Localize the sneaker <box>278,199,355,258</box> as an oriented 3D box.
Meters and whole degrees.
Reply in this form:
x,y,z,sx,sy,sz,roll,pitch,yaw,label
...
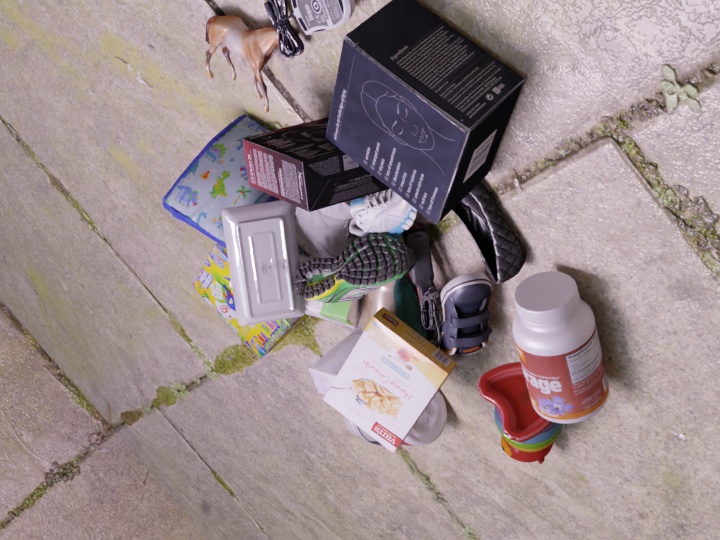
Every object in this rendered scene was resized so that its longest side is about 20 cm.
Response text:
x,y,z,sx,sy,sz,roll,pitch,yaw,label
-0.027,-0.077,1.791,0.200,0.115,0.074,37,-146,-54,sneaker

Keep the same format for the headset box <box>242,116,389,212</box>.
x,y,z,sx,sy,sz,roll,pitch,yaw,label
-0.063,-0.155,1.628,0.200,0.149,0.077,24,126,54,headset box

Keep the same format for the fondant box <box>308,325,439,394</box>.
x,y,z,sx,sy,sz,roll,pitch,yaw,label
0.032,0.164,1.931,0.200,0.144,0.058,10,129,47,fondant box

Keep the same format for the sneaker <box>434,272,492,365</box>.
x,y,z,sx,sy,sz,roll,pitch,yaw,label
0.158,0.075,1.711,0.200,0.078,0.079,97,159,-63,sneaker

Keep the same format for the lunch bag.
x,y,z,sx,sy,sz,roll,pitch,yaw,label
-0.185,-0.122,1.819,0.170,0.200,0.128,31,147,26,lunch bag

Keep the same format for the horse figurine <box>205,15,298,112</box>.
x,y,z,sx,sy,sz,roll,pitch,yaw,label
-0.176,-0.325,1.707,0.200,0.050,0.133,36,137,32,horse figurine

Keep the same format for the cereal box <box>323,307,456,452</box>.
x,y,z,sx,sy,sz,roll,pitch,yaw,label
0.042,0.171,1.775,0.144,0.040,0.200,36,127,9,cereal box

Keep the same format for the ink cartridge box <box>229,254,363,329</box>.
x,y,z,sx,sy,sz,roll,pitch,yaw,label
-0.096,0.023,1.874,0.200,0.084,0.146,17,174,8,ink cartridge box

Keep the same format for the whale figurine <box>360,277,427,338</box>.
x,y,z,sx,sy,sz,roll,pitch,yaw,label
0.060,0.058,1.824,0.159,0.104,0.200,-114,21,-54,whale figurine

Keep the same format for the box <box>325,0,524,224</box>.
x,y,z,sx,sy,sz,roll,pitch,yaw,label
0.075,-0.202,1.456,0.197,0.124,0.200,38,150,14,box

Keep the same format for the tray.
x,y,z,sx,sy,sz,roll,pitch,yaw,label
-0.143,-0.006,1.741,0.022,0.107,0.200,-115,17,-61,tray

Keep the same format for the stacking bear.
x,y,z,sx,sy,sz,roll,pitch,yaw,label
0.254,0.231,1.762,0.122,0.114,0.200,59,172,32,stacking bear

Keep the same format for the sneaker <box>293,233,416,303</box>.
x,y,z,sx,sy,sz,roll,pitch,yaw,label
0.000,0.000,1.725,0.200,0.078,0.085,-15,160,34,sneaker

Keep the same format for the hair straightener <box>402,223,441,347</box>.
x,y,z,sx,sy,sz,roll,pitch,yaw,label
0.092,0.035,1.719,0.077,0.041,0.200,-109,13,-70,hair straightener

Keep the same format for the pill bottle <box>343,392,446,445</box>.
x,y,z,sx,sy,sz,roll,pitch,yaw,label
0.054,0.255,2.051,0.111,0.111,0.200,55,150,-14,pill bottle

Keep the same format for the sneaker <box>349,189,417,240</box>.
x,y,z,sx,sy,sz,roll,pitch,yaw,label
0.032,-0.091,1.669,0.087,0.075,0.200,16,149,-9,sneaker

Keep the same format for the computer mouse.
x,y,z,sx,sy,sz,roll,pitch,yaw,label
-0.060,-0.349,1.537,0.200,0.044,0.110,2,115,55,computer mouse

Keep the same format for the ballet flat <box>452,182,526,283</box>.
x,y,z,sx,sy,sz,roll,pitch,yaw,label
0.155,-0.072,1.575,0.200,0.057,0.066,51,150,-7,ballet flat

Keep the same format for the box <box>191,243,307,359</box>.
x,y,z,sx,sy,sz,roll,pitch,yaw,label
-0.180,0.027,2.072,0.193,0.122,0.200,47,151,1,box

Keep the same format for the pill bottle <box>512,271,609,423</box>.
x,y,z,sx,sy,sz,roll,pitch,yaw,label
0.270,0.104,1.580,0.112,0.112,0.200,18,139,42,pill bottle
